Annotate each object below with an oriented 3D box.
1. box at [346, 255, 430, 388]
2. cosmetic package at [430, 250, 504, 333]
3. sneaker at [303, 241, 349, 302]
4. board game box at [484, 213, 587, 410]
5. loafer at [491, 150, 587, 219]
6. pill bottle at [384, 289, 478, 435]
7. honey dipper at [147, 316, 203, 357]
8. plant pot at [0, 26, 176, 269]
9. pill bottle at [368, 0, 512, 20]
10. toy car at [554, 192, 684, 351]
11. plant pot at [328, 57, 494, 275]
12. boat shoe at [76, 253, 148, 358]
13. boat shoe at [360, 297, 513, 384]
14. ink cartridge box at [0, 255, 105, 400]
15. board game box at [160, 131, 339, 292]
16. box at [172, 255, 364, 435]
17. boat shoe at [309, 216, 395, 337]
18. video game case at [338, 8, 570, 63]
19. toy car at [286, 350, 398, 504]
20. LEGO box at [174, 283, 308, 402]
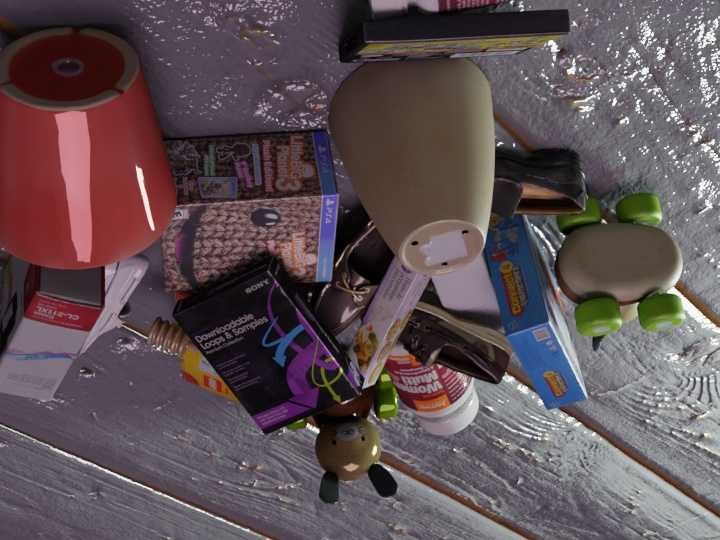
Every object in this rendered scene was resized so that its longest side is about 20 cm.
[{"bbox_3d":[0.031,0.057,1.582,0.041,0.039,0.201,-17,141,-52],"label":"box"},{"bbox_3d":[0.132,0.007,1.657,0.071,0.102,0.201,-15,142,8],"label":"cosmetic package"},{"bbox_3d":[-0.017,0.019,1.666,0.199,0.068,0.108,-3,144,-4],"label":"sneaker"},{"bbox_3d":[0.214,0.041,1.642,0.055,0.197,0.200,-19,142,12],"label":"board game box"},{"bbox_3d":[0.174,-0.096,1.555,0.198,0.073,0.073,-6,144,-5],"label":"loafer"},{"bbox_3d":[0.091,0.127,1.771,0.109,0.110,0.201,-18,132,9],"label":"pill bottle"},{"bbox_3d":[-0.164,0.112,1.605,0.199,0.038,0.038,24,139,2],"label":"honey dipper"},{"bbox_3d":[-0.286,-0.132,1.316,0.198,0.201,0.178,-4,133,-9],"label":"plant pot"},{"bbox_3d":[0.100,-0.303,1.232,0.198,0.115,0.115,-12,143,1],"label":"pill bottle"},{"bbox_3d":[0.309,0.020,1.679,0.156,0.166,0.200,-4,158,-9],"label":"toy car"},{"bbox_3d":[0.071,-0.102,1.417,0.185,0.201,0.188,-7,143,-5],"label":"plant pot"},{"bbox_3d":[-0.317,0.047,1.621,0.065,0.074,0.200,14,138,-23],"label":"boat shoe"},{"bbox_3d":[0.092,0.087,1.627,0.198,0.065,0.073,15,150,3],"label":"boat shoe"},{"bbox_3d":[-0.368,0.036,1.532,0.082,0.147,0.200,13,137,-26],"label":"ink cartridge box"},{"bbox_3d":[-0.131,-0.065,1.499,0.198,0.097,0.160,-5,143,-8],"label":"board game box"},{"bbox_3d":[-0.107,0.091,1.534,0.142,0.036,0.201,-25,115,23],"label":"box"},{"bbox_3d":[0.000,0.000,1.574,0.072,0.060,0.201,36,96,-4],"label":"boat shoe"},{"bbox_3d":[0.087,-0.232,1.306,0.198,0.026,0.181,-4,-176,-8],"label":"video game case"},{"bbox_3d":[-0.019,0.229,1.826,0.163,0.201,0.158,-7,143,-5],"label":"toy car"},{"bbox_3d":[-0.148,0.081,1.653,0.148,0.077,0.201,21,144,11],"label":"LEGO box"}]
